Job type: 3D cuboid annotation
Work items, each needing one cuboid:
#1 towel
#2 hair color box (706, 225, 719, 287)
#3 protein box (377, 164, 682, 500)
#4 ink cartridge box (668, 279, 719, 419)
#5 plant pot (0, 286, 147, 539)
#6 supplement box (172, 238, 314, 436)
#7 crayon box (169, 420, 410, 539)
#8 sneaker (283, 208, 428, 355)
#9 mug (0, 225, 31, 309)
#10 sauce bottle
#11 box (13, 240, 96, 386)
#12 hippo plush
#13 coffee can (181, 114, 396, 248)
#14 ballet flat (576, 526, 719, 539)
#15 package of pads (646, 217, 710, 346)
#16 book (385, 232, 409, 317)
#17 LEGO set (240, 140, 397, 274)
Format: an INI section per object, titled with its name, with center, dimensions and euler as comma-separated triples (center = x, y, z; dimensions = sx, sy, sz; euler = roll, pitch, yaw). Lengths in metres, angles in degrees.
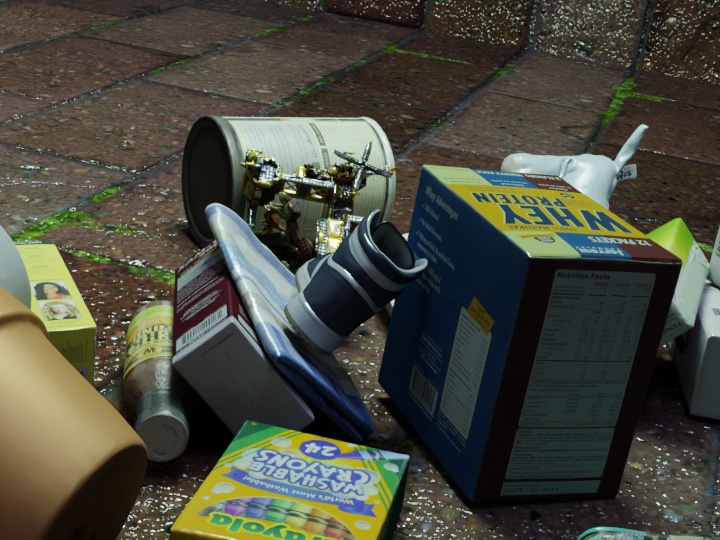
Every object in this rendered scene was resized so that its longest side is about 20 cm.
[towel]
center = -0.060, 0.039, 1.075
dimensions = 0.147, 0.024, 0.200
euler = 48, 9, -43
[hair color box]
center = 0.414, 0.000, 1.201
dimensions = 0.061, 0.102, 0.200
euler = -2, 24, -29
[protein box]
center = 0.125, 0.045, 1.047
dimensions = 0.134, 0.201, 0.199
euler = 3, 22, -23
[ink cartridge box]
center = 0.381, 0.074, 1.256
dimensions = 0.146, 0.083, 0.200
euler = 10, 20, 3
[plant pot]
center = -0.218, 0.122, 0.757
dimensions = 0.140, 0.201, 0.200
euler = 30, 25, 12
[supplement box]
center = -0.099, 0.057, 1.069
dimensions = 0.061, 0.109, 0.200
euler = -35, 20, 7
[crayon box]
center = -0.047, 0.172, 0.865
dimensions = 0.125, 0.052, 0.200
euler = 11, 20, 9
[sneaker]
center = 0.000, 0.000, 1.092
dimensions = 0.070, 0.109, 0.200
euler = 44, 11, -5
[mug]
center = -0.347, 0.019, 0.954
dimensions = 0.147, 0.201, 0.175
euler = 22, 31, 10
[sauce bottle]
center = -0.157, 0.086, 1.040
dimensions = 0.064, 0.065, 0.200
euler = 4, 20, -11
[box]
center = -0.266, 0.042, 1.108
dimensions = 0.050, 0.076, 0.200
euler = -3, 24, -23
[hippo plush]
center = 0.250, -0.042, 1.504
dimensions = 0.199, 0.160, 0.161
euler = -10, 54, -8
[coffee can]
center = -0.081, -0.099, 1.459
dimensions = 0.199, 0.147, 0.146
euler = -3, 22, -29
[ballet flat]
center = 0.236, 0.212, 0.869
dimensions = 0.199, 0.075, 0.074
euler = 2, 20, -12
[package of pads]
center = 0.240, 0.036, 1.225
dimensions = 0.154, 0.068, 0.200
euler = -33, 3, 26
[book]
center = 0.088, 0.012, 1.297
dimensions = 0.133, 0.048, 0.200
euler = -20, 26, -4
[LEGO set]
center = -0.054, -0.050, 1.275
dimensions = 0.153, 0.116, 0.201
euler = 16, 56, -5
